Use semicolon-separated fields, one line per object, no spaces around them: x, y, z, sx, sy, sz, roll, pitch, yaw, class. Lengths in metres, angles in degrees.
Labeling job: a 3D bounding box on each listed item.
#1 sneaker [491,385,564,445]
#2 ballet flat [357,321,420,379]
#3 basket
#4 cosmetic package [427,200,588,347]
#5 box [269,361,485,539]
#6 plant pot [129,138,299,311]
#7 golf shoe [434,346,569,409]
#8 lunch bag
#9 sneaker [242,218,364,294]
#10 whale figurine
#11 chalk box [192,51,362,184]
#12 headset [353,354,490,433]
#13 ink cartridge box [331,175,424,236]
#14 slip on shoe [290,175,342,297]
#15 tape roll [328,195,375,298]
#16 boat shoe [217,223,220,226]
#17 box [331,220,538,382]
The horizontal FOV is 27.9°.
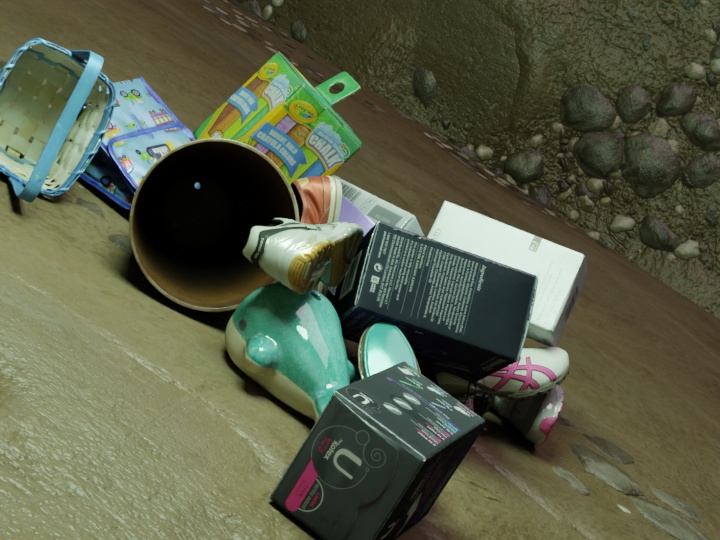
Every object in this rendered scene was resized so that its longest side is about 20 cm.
0.193;0.157;1.864;0.088;0.082;0.200;21;10;-20;sneaker
0.036;0.147;1.519;0.067;0.068;0.201;-3;48;-15;ballet flat
-0.354;-0.175;1.645;0.138;0.177;0.200;29;3;-22;basket
0.175;0.005;1.831;0.199;0.114;0.081;21;-14;17;cosmetic package
0.020;0.173;1.343;0.106;0.123;0.200;35;14;14;box
-0.177;-0.059;1.667;0.186;0.188;0.200;27;0;-14;plant pot
0.171;0.112;1.759;0.199;0.093;0.072;-11;14;-27;golf shoe
-0.278;-0.141;1.826;0.200;0.094;0.150;42;33;18;lunch bag
-0.060;-0.029;1.548;0.087;0.076;0.200;25;9;14;sneaker
-0.053;0.088;1.517;0.158;0.104;0.200;16;22;-46;whale figurine
-0.089;-0.180;1.826;0.124;0.200;0.125;43;5;-33;chalk box
0.068;0.161;1.640;0.199;0.094;0.124;-2;36;-38;headset
0.035;-0.025;1.956;0.160;0.047;0.200;28;-22;39;ink cartridge box
-0.067;-0.011;1.668;0.061;0.202;0.074;8;3;-17;slip on shoe
0.000;0.000;1.813;0.200;0.085;0.200;46;-6;6;tape roll
-0.169;-0.091;1.946;0.199;0.074;0.066;18;25;-43;boat shoe
0.079;0.039;1.641;0.198;0.105;0.148;19;-18;-9;box
